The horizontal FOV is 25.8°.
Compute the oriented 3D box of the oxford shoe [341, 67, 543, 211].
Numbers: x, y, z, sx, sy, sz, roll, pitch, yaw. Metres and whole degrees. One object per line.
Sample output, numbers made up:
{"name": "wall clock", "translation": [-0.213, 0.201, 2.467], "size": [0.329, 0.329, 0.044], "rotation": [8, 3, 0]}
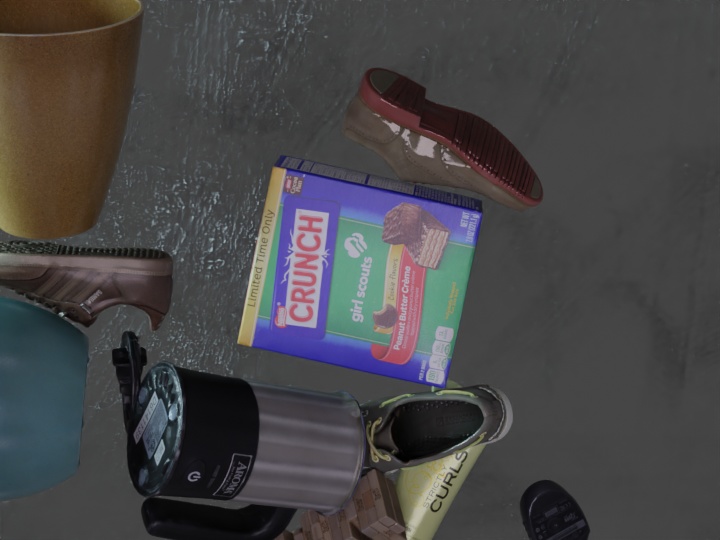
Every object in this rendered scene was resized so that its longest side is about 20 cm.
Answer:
{"name": "oxford shoe", "translation": [0.075, -0.107, 1.443], "size": [0.199, 0.071, 0.075], "rotation": [33, 126, -4]}

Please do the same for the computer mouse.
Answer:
{"name": "computer mouse", "translation": [0.202, 0.290, 1.515], "size": [0.058, 0.034, 0.202], "rotation": [-24, 103, -11]}

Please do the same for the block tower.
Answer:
{"name": "block tower", "translation": [-0.047, 0.266, 1.479], "size": [0.199, 0.058, 0.054], "rotation": [-32, 137, 18]}

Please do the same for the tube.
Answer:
{"name": "tube", "translation": [0.062, 0.204, 1.495], "size": [0.058, 0.052, 0.202], "rotation": [23, 96, -30]}

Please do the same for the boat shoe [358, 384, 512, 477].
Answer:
{"name": "boat shoe", "translation": [0.039, 0.149, 1.457], "size": [0.199, 0.060, 0.073], "rotation": [-16, 82, 21]}

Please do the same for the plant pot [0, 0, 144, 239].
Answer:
{"name": "plant pot", "translation": [-0.282, -0.137, 1.397], "size": [0.184, 0.187, 0.203], "rotation": [3, 113, 2]}

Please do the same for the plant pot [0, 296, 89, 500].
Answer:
{"name": "plant pot", "translation": [-0.329, 0.116, 1.428], "size": [0.159, 0.201, 0.203], "rotation": [4, 100, -10]}

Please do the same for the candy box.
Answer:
{"name": "candy box", "translation": [0.000, 0.000, 1.447], "size": [0.197, 0.077, 0.171], "rotation": [12, 100, 2]}

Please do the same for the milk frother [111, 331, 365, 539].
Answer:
{"name": "milk frother", "translation": [-0.125, 0.136, 1.448], "size": [0.186, 0.202, 0.181], "rotation": [12, 138, -30]}

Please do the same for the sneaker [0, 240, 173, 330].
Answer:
{"name": "sneaker", "translation": [-0.274, 0.017, 1.465], "size": [0.197, 0.070, 0.077], "rotation": [4, 101, 2]}
